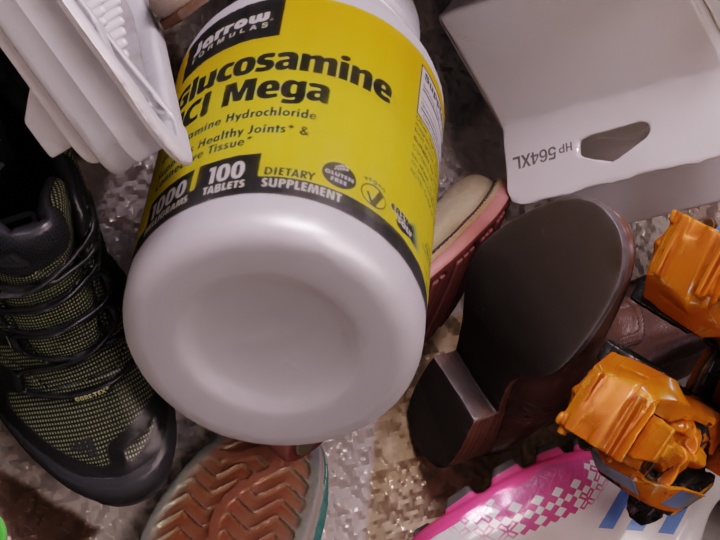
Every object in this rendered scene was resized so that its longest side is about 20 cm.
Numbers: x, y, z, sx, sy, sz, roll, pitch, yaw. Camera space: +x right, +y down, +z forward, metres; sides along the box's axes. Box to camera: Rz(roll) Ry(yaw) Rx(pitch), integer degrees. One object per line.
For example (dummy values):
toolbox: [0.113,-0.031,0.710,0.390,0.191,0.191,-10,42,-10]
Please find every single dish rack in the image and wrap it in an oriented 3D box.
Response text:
dish rack: [-0.128,-0.120,0.802,0.043,0.200,0.172,-33,113,6]

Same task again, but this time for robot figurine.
robot figurine: [0.150,0.046,0.933,0.146,0.058,0.200,-61,153,2]

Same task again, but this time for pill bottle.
pill bottle: [-0.024,-0.039,0.864,0.112,0.112,0.201,43,32,-28]

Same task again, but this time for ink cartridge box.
ink cartridge box: [0.140,-0.118,0.994,0.126,0.128,0.200,57,43,-21]

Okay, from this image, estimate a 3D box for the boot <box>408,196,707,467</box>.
boot: [0.134,0.009,0.996,0.199,0.187,0.065,-14,67,-33]

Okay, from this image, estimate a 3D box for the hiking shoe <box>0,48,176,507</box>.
hiking shoe: [-0.126,0.002,0.824,0.075,0.101,0.201,-24,98,0]

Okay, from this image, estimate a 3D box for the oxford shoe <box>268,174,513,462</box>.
oxford shoe: [0.000,0.000,0.950,0.075,0.071,0.200,35,40,13]

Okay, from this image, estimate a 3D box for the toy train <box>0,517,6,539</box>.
toy train: [-0.184,0.064,0.827,0.056,0.042,0.201,-32,108,-22]

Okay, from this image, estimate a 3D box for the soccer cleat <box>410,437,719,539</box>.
soccer cleat: [0.112,0.122,1.016,0.199,0.070,0.087,-16,69,-37]

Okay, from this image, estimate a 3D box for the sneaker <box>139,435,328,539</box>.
sneaker: [-0.058,0.158,0.907,0.080,0.071,0.201,68,36,-53]

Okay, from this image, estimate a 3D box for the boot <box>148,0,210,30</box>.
boot: [-0.056,-0.214,0.918,0.200,0.070,0.147,-48,112,-34]
